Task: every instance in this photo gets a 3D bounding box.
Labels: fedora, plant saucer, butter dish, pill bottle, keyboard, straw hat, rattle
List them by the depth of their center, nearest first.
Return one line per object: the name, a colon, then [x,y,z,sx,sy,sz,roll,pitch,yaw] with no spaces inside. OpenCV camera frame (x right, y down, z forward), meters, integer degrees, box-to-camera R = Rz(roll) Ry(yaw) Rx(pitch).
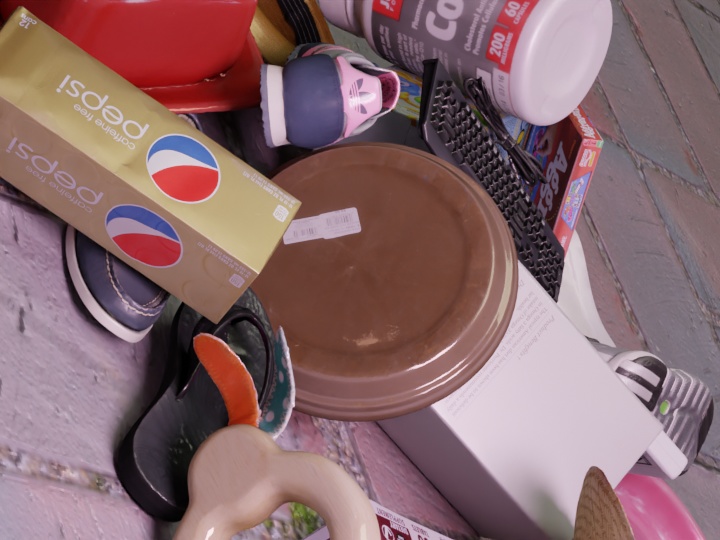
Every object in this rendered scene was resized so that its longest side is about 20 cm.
rattle: [-0.033,0.144,1.342,0.143,0.130,0.200,26,36,-42]
straw hat: [0.123,0.223,1.484,0.201,0.085,0.202,169,-90,-84]
butter dish: [-0.143,-0.208,1.506,0.200,0.148,0.200,-5,58,-35]
plant saucer: [0.000,0.000,1.521,0.029,0.200,0.200,80,-10,-61]
keyboard: [0.095,-0.071,1.673,0.200,0.021,0.127,54,28,-37]
fedora: [-0.092,-0.182,1.712,0.201,0.082,0.201,51,17,-22]
pill bottle: [0.072,-0.191,1.759,0.200,0.114,0.114,26,7,31]
plant saucer: [0.218,0.237,1.794,0.201,0.051,0.201,46,27,-32]

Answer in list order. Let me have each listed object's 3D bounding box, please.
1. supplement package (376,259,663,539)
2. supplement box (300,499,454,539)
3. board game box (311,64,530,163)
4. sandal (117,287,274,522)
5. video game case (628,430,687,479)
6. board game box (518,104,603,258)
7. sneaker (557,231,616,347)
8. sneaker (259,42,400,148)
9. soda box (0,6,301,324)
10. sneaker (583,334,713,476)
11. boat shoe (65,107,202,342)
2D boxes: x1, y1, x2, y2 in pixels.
supplement package: [0.082,0.077,1.612,0.200,0.117,0.117,49,-20,-18]
supplement box: [0.037,0.245,1.425,0.109,0.061,0.200,30,35,-48]
board game box: [0.043,-0.084,1.774,0.103,0.105,0.200,24,18,14]
sandal: [-0.081,0.068,1.406,0.075,0.048,0.201,42,35,-17]
video game case: [0.124,0.069,1.733,0.200,0.023,0.182,48,-19,-18]
board game box: [0.131,-0.034,1.812,0.019,0.200,0.103,6,29,-19]
sneaker: [0.149,0.058,1.911,0.085,0.073,0.200,-5,66,-31]
sneaker: [-0.010,-0.113,1.575,0.200,0.082,0.070,-54,139,-75]
soda box: [-0.139,-0.060,1.384,0.200,0.068,0.064,34,52,-7]
sneaker: [0.191,0.088,1.828,0.115,0.075,0.200,24,-10,30]
boat shoe: [-0.127,-0.032,1.466,0.075,0.062,0.200,46,24,-20]
